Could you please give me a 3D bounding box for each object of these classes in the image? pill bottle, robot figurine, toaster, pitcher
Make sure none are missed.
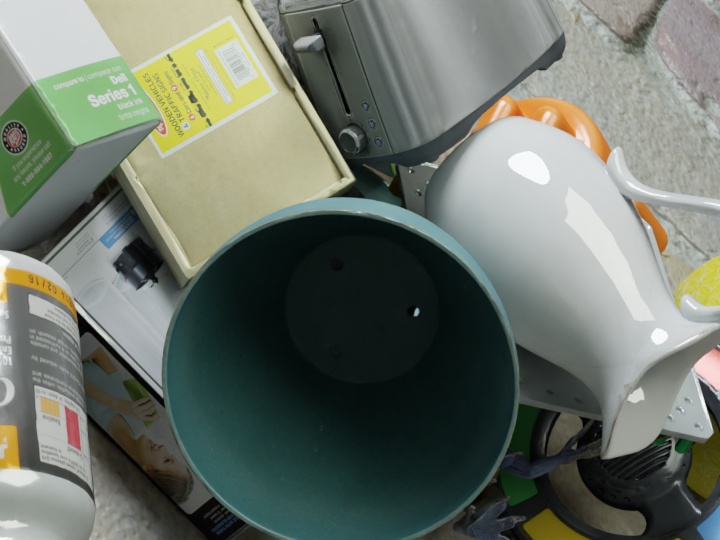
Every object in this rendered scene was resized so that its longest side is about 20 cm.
[{"bbox_3d":[-0.201,0.099,1.169,0.116,0.116,0.201,17,49,-35],"label":"pill bottle"},{"bbox_3d":[0.139,-0.049,1.601,0.200,0.143,0.117,49,25,-52],"label":"robot figurine"},{"bbox_3d":[0.041,-0.160,1.375,0.200,0.113,0.130,-39,114,-33],"label":"toaster"},{"bbox_3d":[0.146,-0.014,1.337,0.200,0.172,0.121,50,17,21],"label":"pitcher"}]

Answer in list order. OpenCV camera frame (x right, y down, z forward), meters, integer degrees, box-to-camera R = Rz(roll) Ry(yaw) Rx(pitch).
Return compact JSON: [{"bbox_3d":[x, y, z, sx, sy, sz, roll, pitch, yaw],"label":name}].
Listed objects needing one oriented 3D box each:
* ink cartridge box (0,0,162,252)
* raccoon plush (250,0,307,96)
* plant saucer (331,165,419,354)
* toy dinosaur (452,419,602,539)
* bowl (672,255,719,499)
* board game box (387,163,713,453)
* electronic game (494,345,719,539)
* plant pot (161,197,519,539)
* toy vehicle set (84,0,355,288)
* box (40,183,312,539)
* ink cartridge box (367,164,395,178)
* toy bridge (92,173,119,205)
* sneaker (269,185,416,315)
[{"bbox_3d":[-0.231,-0.124,1.295,0.084,0.146,0.201,-24,79,-50],"label":"ink cartridge box"},{"bbox_3d":[-0.069,-0.145,1.448,0.200,0.134,0.097,-37,94,-23],"label":"raccoon plush"},{"bbox_3d":[-0.013,0.009,1.494,0.199,0.036,0.201,26,45,-29],"label":"plant saucer"},{"bbox_3d":[0.068,0.104,1.449,0.182,0.199,0.106,-120,-169,-72],"label":"toy dinosaur"},{"bbox_3d":[0.256,0.073,1.632,0.107,0.201,0.200,10,35,18],"label":"bowl"},{"bbox_3d":[0.120,0.023,1.435,0.199,0.026,0.201,13,42,-23],"label":"board game box"},{"bbox_3d":[0.187,0.125,1.500,0.042,0.198,0.201,68,9,-59],"label":"electronic game"},{"bbox_3d":[-0.005,0.042,1.272,0.200,0.200,0.135,43,17,-9],"label":"plant pot"},{"bbox_3d":[-0.105,-0.107,1.339,0.124,0.027,0.201,-29,86,-16],"label":"toy vehicle set"},{"bbox_3d":[-0.114,0.055,1.335,0.200,0.060,0.117,47,38,-5],"label":"box"},{"bbox_3d":[0.045,-0.180,1.537,0.067,0.117,0.200,28,71,30],"label":"ink cartridge box"},{"bbox_3d":[-0.186,-0.135,1.375,0.067,0.027,0.201,-31,112,-43],"label":"toy bridge"},{"bbox_3d":[-0.002,0.002,1.427,0.104,0.060,0.200,45,27,-6],"label":"sneaker"}]
